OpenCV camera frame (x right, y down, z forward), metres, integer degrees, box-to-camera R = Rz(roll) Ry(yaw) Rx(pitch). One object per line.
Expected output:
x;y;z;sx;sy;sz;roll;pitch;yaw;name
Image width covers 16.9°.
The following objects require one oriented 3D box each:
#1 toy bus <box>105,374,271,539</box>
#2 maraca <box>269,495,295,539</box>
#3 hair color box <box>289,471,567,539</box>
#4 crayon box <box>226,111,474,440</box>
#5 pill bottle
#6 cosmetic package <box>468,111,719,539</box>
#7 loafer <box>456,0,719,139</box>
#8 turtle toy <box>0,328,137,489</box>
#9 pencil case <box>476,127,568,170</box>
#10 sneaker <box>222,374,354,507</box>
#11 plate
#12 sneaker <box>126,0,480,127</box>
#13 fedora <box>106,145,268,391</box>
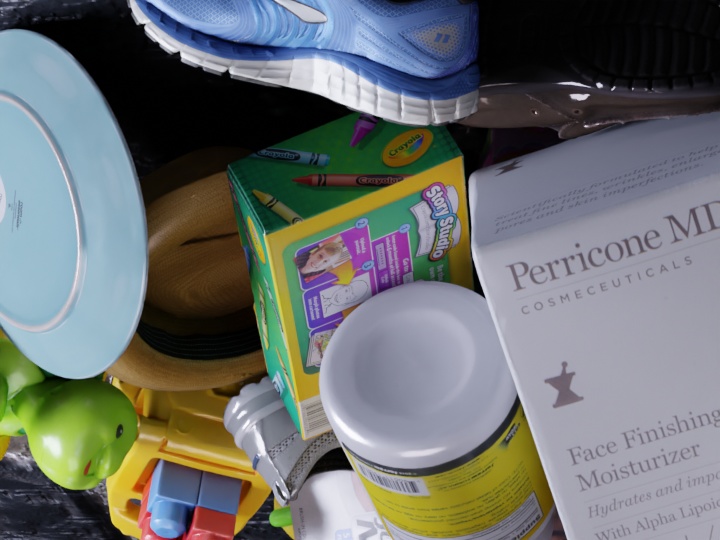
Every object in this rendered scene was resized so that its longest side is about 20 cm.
-0.109;0.119;1.581;0.135;0.192;0.200;14;151;-12;toy bus
0.030;0.138;1.661;0.200;0.107;0.137;-21;-179;21;maraca
0.057;0.163;1.535;0.200;0.111;0.064;-10;175;25;hair color box
0.000;0.000;1.373;0.119;0.058;0.200;-22;143;-11;crayon box
0.053;0.102;1.386;0.112;0.113;0.200;-1;148;15;pill bottle
0.162;0.032;1.250;0.165;0.165;0.200;-18;105;7;cosmetic package
0.120;-0.108;1.268;0.200;0.073;0.071;3;155;27;loafer
-0.195;0.054;1.501;0.101;0.200;0.146;5;129;-19;turtle toy
0.163;-0.036;1.359;0.199;0.088;0.087;6;150;1;pencil case
0.019;0.088;1.492;0.200;0.082;0.075;-20;159;-13;sneaker
-0.186;-0.034;1.354;0.026;0.200;0.200;-17;168;-38;plate
-0.026;-0.139;1.248;0.200;0.089;0.079;15;-164;17;sneaker
-0.082;-0.014;1.421;0.200;0.082;0.201;-19;142;-16;fedora
